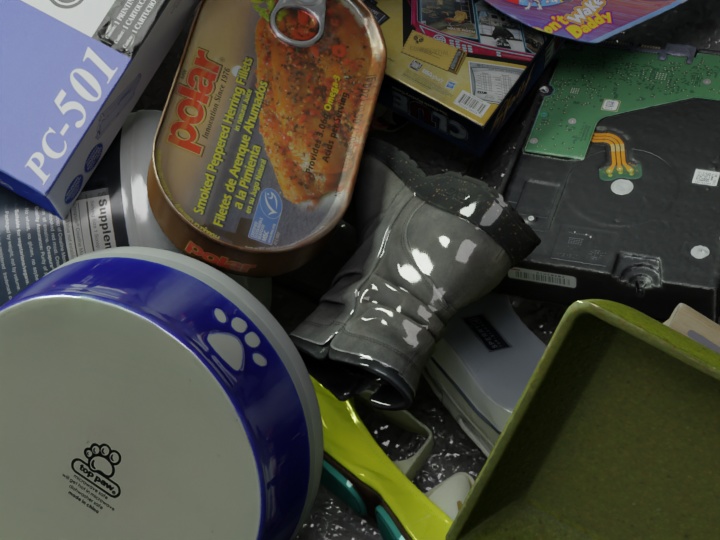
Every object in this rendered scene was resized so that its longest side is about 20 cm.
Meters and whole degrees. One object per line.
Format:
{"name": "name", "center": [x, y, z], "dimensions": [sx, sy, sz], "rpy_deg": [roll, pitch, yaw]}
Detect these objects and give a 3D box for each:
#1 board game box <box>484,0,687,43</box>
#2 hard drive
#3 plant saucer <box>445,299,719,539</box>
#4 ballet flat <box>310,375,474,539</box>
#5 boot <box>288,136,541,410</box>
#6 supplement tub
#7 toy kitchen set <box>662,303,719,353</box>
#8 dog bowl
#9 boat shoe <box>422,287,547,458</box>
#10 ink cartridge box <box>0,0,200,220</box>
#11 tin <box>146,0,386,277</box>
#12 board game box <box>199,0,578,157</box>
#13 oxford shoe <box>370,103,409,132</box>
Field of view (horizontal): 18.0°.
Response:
{"name": "board game box", "center": [0.142, -0.221, 1.360], "dimensions": [0.200, 0.039, 0.158], "rpy_deg": [-26, 62, -25]}
{"name": "hard drive", "center": [0.158, -0.056, 1.314], "dimensions": [0.139, 0.038, 0.200], "rpy_deg": [8, 47, 15]}
{"name": "plant saucer", "center": [0.167, 0.112, 1.141], "dimensions": [0.199, 0.200, 0.048], "rpy_deg": [28, 43, 4]}
{"name": "ballet flat", "center": [0.025, 0.122, 1.251], "dimensions": [0.067, 0.067, 0.200], "rpy_deg": [-36, 58, -13]}
{"name": "boot", "center": [0.000, 0.000, 1.254], "dimensions": [0.132, 0.070, 0.200], "rpy_deg": [-49, 25, -10]}
{"name": "supplement tub", "center": [-0.162, -0.016, 1.323], "dimensions": [0.199, 0.140, 0.141], "rpy_deg": [-9, 59, 6]}
{"name": "toy kitchen set", "center": [0.267, 0.017, 1.171], "dimensions": [0.180, 0.163, 0.200], "rpy_deg": [31, 68, 0]}
{"name": "dog bowl", "center": [-0.125, 0.093, 1.218], "dimensions": [0.200, 0.201, 0.079], "rpy_deg": [13, 23, 18]}
{"name": "boat shoe", "center": [0.060, 0.050, 1.281], "dimensions": [0.073, 0.065, 0.200], "rpy_deg": [-8, 34, -14]}
{"name": "ink cartridge box", "center": [-0.155, -0.138, 1.262], "dimensions": [0.094, 0.044, 0.200], "rpy_deg": [28, 78, 13]}
{"name": "tin", "center": [-0.053, -0.085, 1.259], "dimensions": [0.112, 0.042, 0.200], "rpy_deg": [21, 55, -8]}
{"name": "board game box", "center": [0.022, -0.168, 1.366], "dimensions": [0.200, 0.035, 0.136], "rpy_deg": [30, 64, 15]}
{"name": "oxford shoe", "center": [-0.010, -0.118, 1.393], "dimensions": [0.200, 0.070, 0.075], "rpy_deg": [-16, 61, 2]}
